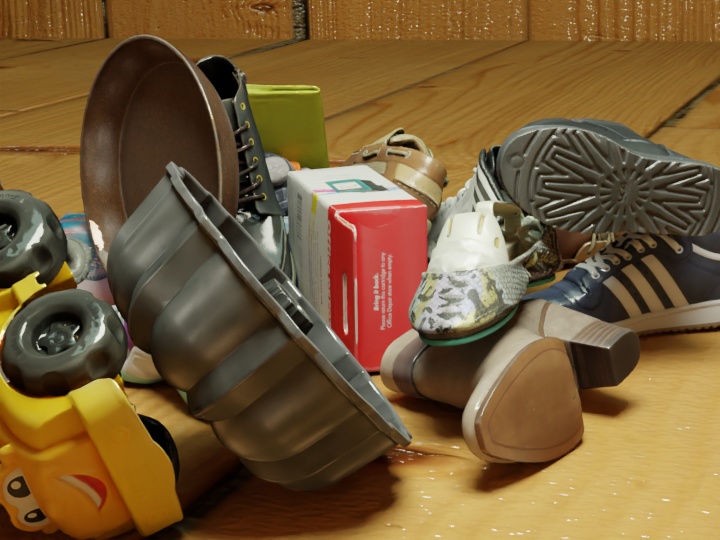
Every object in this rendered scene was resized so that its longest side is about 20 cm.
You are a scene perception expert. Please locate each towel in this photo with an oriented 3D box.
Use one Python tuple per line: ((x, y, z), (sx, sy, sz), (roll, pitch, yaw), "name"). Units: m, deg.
((-0.069, -0.096, 1.330), (0.086, 0.200, 0.018), (0, 53, 4), "towel")

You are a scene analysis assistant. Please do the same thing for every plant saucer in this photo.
((-0.144, -0.070, 1.079), (0.034, 0.201, 0.200), (-5, 13, -37), "plant saucer")

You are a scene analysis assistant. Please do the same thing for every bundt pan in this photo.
((-0.063, 0.041, 0.806), (0.076, 0.202, 0.202), (-41, 18, 0), "bundt pan")

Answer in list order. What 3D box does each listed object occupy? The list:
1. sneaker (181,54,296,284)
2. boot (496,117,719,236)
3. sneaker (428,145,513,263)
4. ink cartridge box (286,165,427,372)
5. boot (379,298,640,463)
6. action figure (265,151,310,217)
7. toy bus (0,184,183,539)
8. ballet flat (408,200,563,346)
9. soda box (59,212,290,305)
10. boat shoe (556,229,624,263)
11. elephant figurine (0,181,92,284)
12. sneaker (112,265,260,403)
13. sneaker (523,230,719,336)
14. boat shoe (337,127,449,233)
((-0.100, -0.061, 1.093), (0.075, 0.106, 0.200), (-14, 51, -5), "sneaker")
((0.146, -0.079, 1.033), (0.164, 0.066, 0.200), (13, 15, -15), "boot")
((0.101, -0.048, 1.190), (0.075, 0.116, 0.201), (14, 14, -16), "sneaker")
((0.000, 0.000, 1.048), (0.067, 0.117, 0.200), (-5, 15, -14), "ink cartridge box")
((0.073, 0.066, 0.909), (0.146, 0.071, 0.200), (2, 13, 39), "boot")
((-0.105, -0.077, 1.252), (0.193, 0.105, 0.200), (6, -14, -31), "action figure")
((-0.211, 0.074, 0.768), (0.192, 0.136, 0.200), (-28, 48, -15), "toy bus")
((0.076, -0.007, 0.929), (0.072, 0.072, 0.200), (4, 13, 22), "ballet flat")
((-0.147, -0.006, 1.180), (0.199, 0.069, 0.064), (1, 17, 7), "soda box")
((0.197, -0.044, 1.279), (0.072, 0.076, 0.200), (12, 22, 37), "boat shoe")
((-0.242, 0.015, 0.973), (0.141, 0.156, 0.200), (-19, 11, 36), "elephant figurine")
((-0.119, 0.008, 0.982), (0.078, 0.140, 0.200), (-15, 20, -40), "sneaker")
((0.197, -0.010, 1.071), (0.199, 0.109, 0.070), (-6, 15, -15), "sneaker")
((0.032, -0.077, 1.229), (0.076, 0.074, 0.200), (30, 4, -18), "boat shoe")
